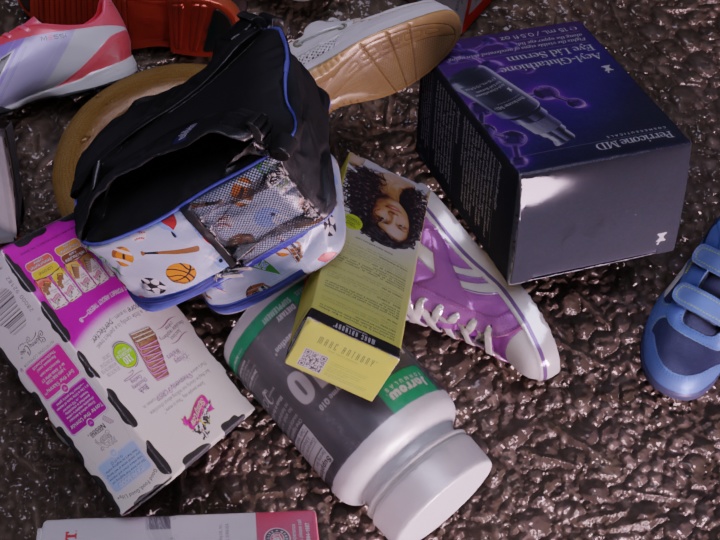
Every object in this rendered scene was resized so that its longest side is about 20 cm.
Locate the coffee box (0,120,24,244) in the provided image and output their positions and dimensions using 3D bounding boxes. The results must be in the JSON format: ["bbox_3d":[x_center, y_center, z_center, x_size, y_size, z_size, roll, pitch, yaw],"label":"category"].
[{"bbox_3d":[-0.314,-0.062,1.302,0.112,0.200,0.080,-8,99,-7],"label":"coffee box"}]

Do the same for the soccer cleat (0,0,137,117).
[{"bbox_3d":[-0.285,-0.168,1.422,0.199,0.068,0.074,-17,104,-16],"label":"soccer cleat"}]

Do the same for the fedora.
[{"bbox_3d":[-0.143,-0.070,1.388,0.199,0.082,0.202,1,64,-2],"label":"fedora"}]

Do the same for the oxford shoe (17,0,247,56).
[{"bbox_3d":[-0.194,-0.230,1.486,0.199,0.072,0.073,12,37,2],"label":"oxford shoe"}]

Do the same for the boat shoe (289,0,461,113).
[{"bbox_3d":[-0.021,-0.167,1.347,0.199,0.071,0.070,-24,51,-3],"label":"boat shoe"}]

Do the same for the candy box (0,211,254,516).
[{"bbox_3d":[-0.182,0.060,1.261,0.200,0.061,0.136,52,29,1],"label":"candy box"}]

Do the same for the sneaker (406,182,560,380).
[{"bbox_3d":[0.061,0.033,1.362,0.114,0.073,0.201,-34,59,-16],"label":"sneaker"}]

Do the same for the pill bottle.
[{"bbox_3d":[-0.001,0.101,1.293,0.113,0.113,0.200,-36,71,-20],"label":"pill bottle"}]

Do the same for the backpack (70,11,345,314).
[{"bbox_3d":[-0.108,-0.062,1.241,0.190,0.155,0.200,-23,31,12],"label":"backpack"}]

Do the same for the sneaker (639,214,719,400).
[{"bbox_3d":[0.285,0.011,1.378,0.074,0.082,0.201,29,66,9],"label":"sneaker"}]

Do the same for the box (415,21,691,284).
[{"bbox_3d":[0.146,-0.097,1.364,0.147,0.105,0.200,-12,39,-18],"label":"box"}]

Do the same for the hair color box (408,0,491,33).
[{"bbox_3d":[0.029,-0.305,1.505,0.200,0.111,0.064,35,65,14],"label":"hair color box"}]

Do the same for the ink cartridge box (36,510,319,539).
[{"bbox_3d":[-0.124,0.244,1.199,0.198,0.083,0.147,-2,34,-4],"label":"ink cartridge box"}]

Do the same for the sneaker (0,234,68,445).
[{"bbox_3d":[-0.240,0.041,1.327,0.073,0.077,0.200,-29,67,-16],"label":"sneaker"}]

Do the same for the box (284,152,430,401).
[{"bbox_3d":[0.000,0.000,1.270,0.075,0.050,0.201,24,40,-11],"label":"box"}]
